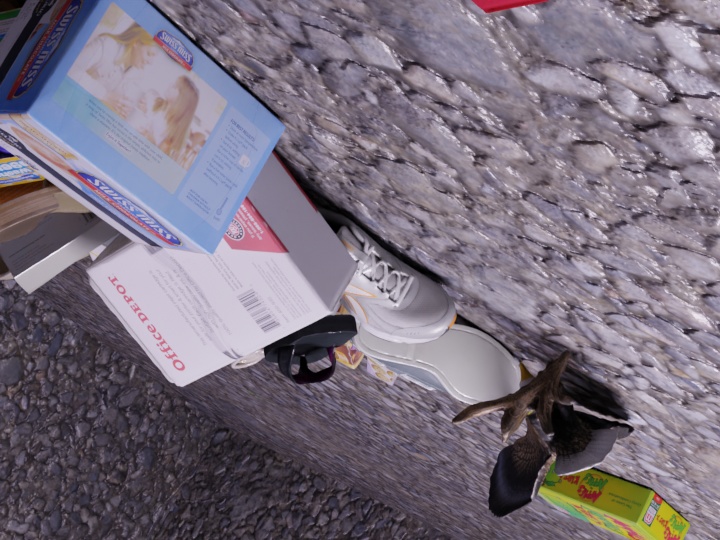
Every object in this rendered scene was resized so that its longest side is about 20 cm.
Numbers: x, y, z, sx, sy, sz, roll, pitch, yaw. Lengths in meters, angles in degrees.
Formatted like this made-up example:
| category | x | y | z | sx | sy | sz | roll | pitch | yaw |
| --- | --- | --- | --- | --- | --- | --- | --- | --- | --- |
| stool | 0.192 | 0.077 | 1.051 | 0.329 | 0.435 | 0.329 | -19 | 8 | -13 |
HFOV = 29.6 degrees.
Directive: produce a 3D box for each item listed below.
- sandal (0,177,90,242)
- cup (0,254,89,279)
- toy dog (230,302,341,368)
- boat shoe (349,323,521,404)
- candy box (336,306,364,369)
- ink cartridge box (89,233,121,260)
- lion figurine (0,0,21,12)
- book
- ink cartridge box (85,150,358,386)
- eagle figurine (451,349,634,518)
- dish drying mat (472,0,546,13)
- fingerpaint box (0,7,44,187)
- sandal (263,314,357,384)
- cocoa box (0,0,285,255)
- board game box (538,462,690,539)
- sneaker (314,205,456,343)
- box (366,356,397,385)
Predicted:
| category | x | y | z | sx | sy | sz | roll | pitch | yaw |
| --- | --- | --- | --- | --- | --- | --- | --- | --- | --- |
| sandal | -0.253 | -0.087 | 1.186 | 0.077 | 0.211 | 0.070 | -31 | 87 | 40 |
| cup | -0.337 | -0.087 | 1.495 | 0.143 | 0.202 | 0.200 | 4 | -170 | -45 |
| toy dog | -0.063 | 0.018 | 1.408 | 0.131 | 0.097 | 0.200 | -7 | 159 | -40 |
| boat shoe | 0.074 | 0.085 | 1.391 | 0.199 | 0.073 | 0.062 | 22 | 173 | -18 |
| candy box | -0.083 | 0.037 | 1.627 | 0.199 | 0.057 | 0.117 | 26 | 166 | 12 |
| ink cartridge box | -0.201 | -0.042 | 1.428 | 0.125 | 0.129 | 0.200 | 28 | 168 | 2 |
| lion figurine | -0.342 | -0.211 | 1.242 | 0.122 | 0.073 | 0.200 | 22 | 164 | -12 |
| book | -0.313 | -0.091 | 1.324 | 0.200 | 0.133 | 0.048 | 54 | 174 | 32 |
| ink cartridge box | -0.127 | -0.001 | 1.235 | 0.199 | 0.083 | 0.147 | -26 | 109 | 33 |
| eagle figurine | 0.187 | 0.160 | 1.338 | 0.151 | 0.152 | 0.200 | 4 | 146 | 19 |
| dish drying mat | 0.018 | -0.193 | 0.634 | 0.200 | 0.018 | 0.077 | 39 | 164 | -28 |
| fingerpaint box | -0.321 | -0.149 | 1.224 | 0.198 | 0.074 | 0.167 | -8 | 153 | 16 |
| sandal | -0.052 | 0.084 | 1.343 | 0.075 | 0.048 | 0.200 | -4 | 169 | -12 |
| cocoa box | -0.187 | -0.121 | 1.088 | 0.200 | 0.134 | 0.131 | 40 | 162 | -35 |
| board game box | 0.307 | 0.292 | 1.728 | 0.199 | 0.048 | 0.102 | 15 | 159 | 50 |
| sneaker | 0.000 | 0.000 | 1.274 | 0.199 | 0.076 | 0.092 | 28 | 162 | 7 |
| box | 0.032 | 0.094 | 1.617 | 0.041 | 0.039 | 0.200 | 28 | 167 | 6 |
